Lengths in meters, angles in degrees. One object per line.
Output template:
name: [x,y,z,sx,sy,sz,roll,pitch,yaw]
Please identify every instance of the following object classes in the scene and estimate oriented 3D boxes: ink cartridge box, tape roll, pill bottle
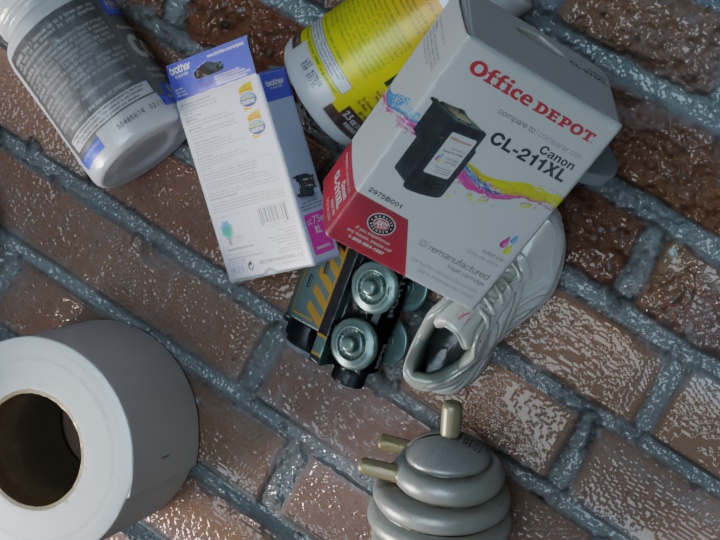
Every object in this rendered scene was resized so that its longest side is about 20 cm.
ink cartridge box: [-0.094,-0.096,1.194,0.119,0.042,0.201,-10,101,46]
ink cartridge box: [0.082,-0.090,1.063,0.145,0.083,0.200,26,121,-18]
tape roll: [-0.269,0.153,1.284,0.201,0.139,0.205,1,94,19]
pill bottle: [0.041,-0.199,1.167,0.199,0.109,0.110,-32,84,19]
pill bottle: [-0.250,-0.186,1.263,0.114,0.114,0.201,-38,83,17]

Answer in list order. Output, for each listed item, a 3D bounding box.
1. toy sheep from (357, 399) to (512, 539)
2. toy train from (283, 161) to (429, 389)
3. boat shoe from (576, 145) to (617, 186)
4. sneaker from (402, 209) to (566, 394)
toy sheep: [0.066,0.204,1.182,0.137,0.138,0.202,10,115,17]
toy train: [0.000,0.000,1.216,0.113,0.085,0.201,27,105,28]
boat shoe: [0.111,-0.100,1.159,0.199,0.071,0.091,19,136,-16]
sneaker: [0.105,0.030,1.168,0.078,0.099,0.201,35,104,12]
